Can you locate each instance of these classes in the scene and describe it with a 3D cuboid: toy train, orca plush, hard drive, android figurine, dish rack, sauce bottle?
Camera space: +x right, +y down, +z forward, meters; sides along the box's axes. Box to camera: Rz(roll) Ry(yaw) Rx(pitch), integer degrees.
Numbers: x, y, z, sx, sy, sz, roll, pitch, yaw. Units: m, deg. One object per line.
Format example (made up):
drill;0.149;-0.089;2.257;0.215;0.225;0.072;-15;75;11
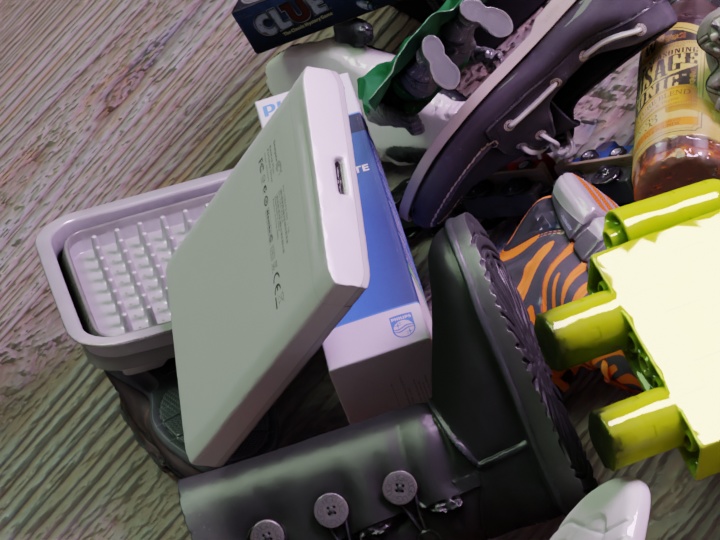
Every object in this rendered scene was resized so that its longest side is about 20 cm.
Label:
toy train;0.093;-0.047;1.694;0.200;0.034;0.046;-5;34;42
orca plush;0.034;-0.114;1.805;0.071;0.106;0.200;-23;13;-41
hard drive;-0.052;0.001;1.560;0.200;0.027;0.132;130;140;-50
android figurine;0.192;0.028;1.418;0.199;0.041;0.182;-20;57;-15
dish rack;-0.086;-0.001;1.745;0.199;0.044;0.172;-15;31;-9
sauce bottle;0.186;-0.103;1.641;0.066;0.066;0.200;-23;34;23

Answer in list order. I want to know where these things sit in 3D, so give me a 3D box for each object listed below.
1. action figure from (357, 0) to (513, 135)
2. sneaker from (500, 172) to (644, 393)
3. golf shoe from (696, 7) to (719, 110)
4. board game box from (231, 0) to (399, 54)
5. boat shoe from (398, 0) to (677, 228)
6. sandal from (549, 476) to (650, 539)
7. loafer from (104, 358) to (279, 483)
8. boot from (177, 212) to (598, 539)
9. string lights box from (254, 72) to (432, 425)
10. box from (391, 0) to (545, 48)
action figure;0.038;-0.115;1.659;0.118;0.055;0.200;-43;1;-10
sneaker;0.123;0.045;1.521;0.112;0.077;0.200;-48;36;13
golf shoe;0.285;-0.126;1.562;0.199;0.079;0.097;4;14;25
board game box;0.027;-0.212;1.806;0.200;0.035;0.136;-18;28;29
boat shoe;0.099;-0.090;1.637;0.200;0.063;0.073;-50;-6;17
sandal;0.099;0.195;1.370;0.082;0.050;0.203;-14;50;57
loafer;-0.098;0.088;1.704;0.072;0.063;0.200;-19;31;-20
boot;-0.001;0.082;1.482;0.199;0.165;0.066;-23;-3;13
string lights box;0.000;0.000;1.604;0.059;0.103;0.200;-18;50;2
box;0.101;-0.247;1.896;0.200;0.079;0.141;-43;35;-7
